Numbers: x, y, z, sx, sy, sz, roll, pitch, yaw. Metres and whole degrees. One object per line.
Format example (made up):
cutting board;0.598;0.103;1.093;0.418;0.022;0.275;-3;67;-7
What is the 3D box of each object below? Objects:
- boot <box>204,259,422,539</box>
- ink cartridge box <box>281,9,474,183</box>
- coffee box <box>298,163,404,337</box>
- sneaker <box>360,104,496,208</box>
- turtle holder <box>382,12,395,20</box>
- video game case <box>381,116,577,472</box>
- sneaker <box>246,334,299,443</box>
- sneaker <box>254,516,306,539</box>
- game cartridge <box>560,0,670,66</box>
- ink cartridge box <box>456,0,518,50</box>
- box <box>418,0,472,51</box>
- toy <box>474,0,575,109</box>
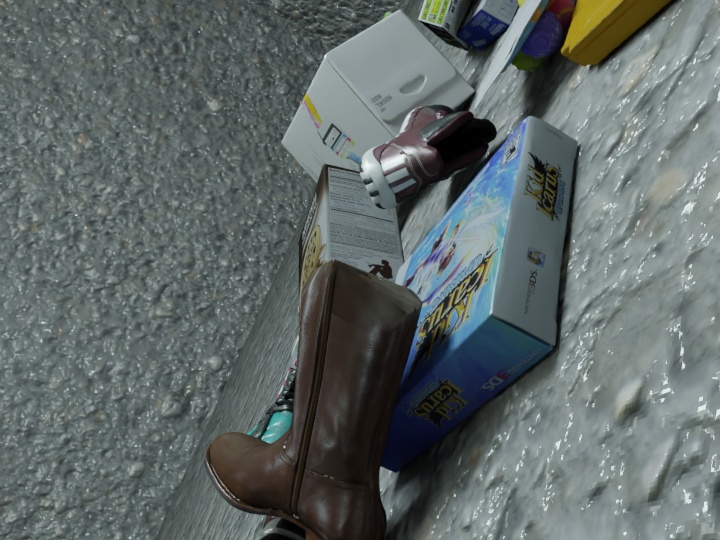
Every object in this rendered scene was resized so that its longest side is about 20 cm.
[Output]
boot;-0.039;0.076;0.526;0.186;0.064;0.201;19;112;41
ink cartridge box;0.017;-0.199;1.009;0.147;0.145;0.200;-41;-3;-30
coffee box;-0.012;0.000;0.768;0.200;0.080;0.113;-95;20;-51
sneaker;0.090;-0.127;0.771;0.115;0.076;0.200;-19;19;35
turtle holder;0.052;-0.545;1.981;0.186;0.132;0.141;-56;11;42
video game case;0.068;0.020;0.542;0.200;0.045;0.182;-53;14;48
sneaker;-0.063;0.143;0.802;0.121;0.083;0.200;-73;4;-69
sneaker;-0.058;0.233;0.607;0.200;0.076;0.116;-58;-3;-48
game cartridge;0.214;-0.256;0.535;0.200;0.032;0.176;-66;9;-21
ink cartridge box;0.193;-0.391;1.000;0.200;0.044;0.094;-65;10;-9
box;0.132;-0.365;1.043;0.200;0.035;0.110;-21;-49;-72
toy;0.160;-0.221;0.701;0.115;0.047;0.200;-61;5;38
